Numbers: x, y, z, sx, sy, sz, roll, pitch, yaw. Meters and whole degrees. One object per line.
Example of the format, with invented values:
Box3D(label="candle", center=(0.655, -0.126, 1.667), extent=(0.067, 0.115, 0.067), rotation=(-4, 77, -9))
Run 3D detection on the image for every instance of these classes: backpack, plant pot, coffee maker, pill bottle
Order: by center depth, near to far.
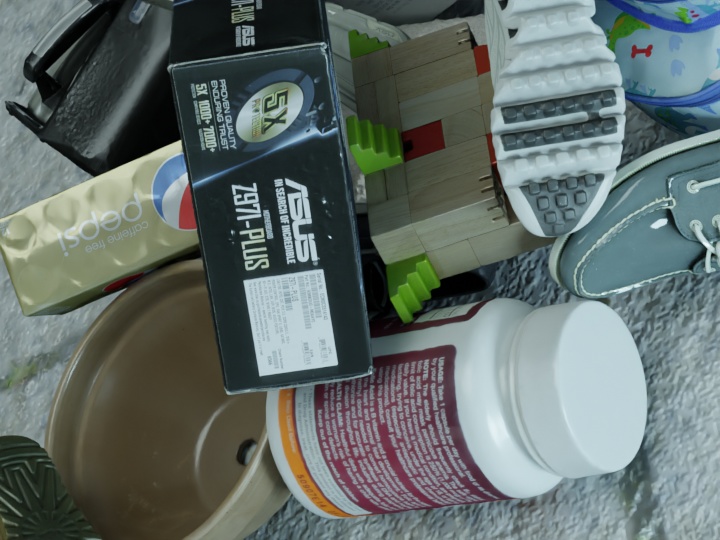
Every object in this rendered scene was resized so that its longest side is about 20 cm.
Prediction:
Box3D(label="backpack", center=(0.204, -0.180, 1.342), extent=(0.183, 0.147, 0.200), rotation=(31, 95, 48))
Box3D(label="pill bottle", center=(0.055, 0.078, 1.354), extent=(0.200, 0.114, 0.114), rotation=(-10, 62, 36))
Box3D(label="plant pot", center=(-0.098, 0.102, 1.481), extent=(0.201, 0.093, 0.201), rotation=(-19, 58, 33))
Box3D(label="coffee maker", center=(-0.112, -0.139, 1.613), extent=(0.192, 0.135, 0.200), rotation=(35, 93, 14))

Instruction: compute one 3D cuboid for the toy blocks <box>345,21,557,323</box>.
Box3D(label="toy blocks", center=(0.072, -0.077, 1.374), extent=(0.136, 0.100, 0.200), rotation=(-18, 46, 12))

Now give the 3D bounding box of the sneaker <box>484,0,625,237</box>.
Box3D(label="sneaker", center=(0.102, -0.115, 1.307), extent=(0.075, 0.081, 0.201), rotation=(-3, 80, -3))

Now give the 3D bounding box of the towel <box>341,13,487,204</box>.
Box3D(label="towel", center=(0.036, -0.100, 1.517), extent=(0.200, 0.034, 0.133), rotation=(-5, 66, 37))

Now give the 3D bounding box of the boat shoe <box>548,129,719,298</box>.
Box3D(label="boat shoe", center=(0.199, -0.034, 1.294), extent=(0.200, 0.073, 0.062), rotation=(-27, 44, 0))

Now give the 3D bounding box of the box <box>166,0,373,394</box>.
Box3D(label="box", center=(-0.049, -0.058, 1.332), extent=(0.086, 0.200, 0.164), rotation=(-8, 25, 1))

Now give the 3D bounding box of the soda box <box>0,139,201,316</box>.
Box3D(label="soda box", center=(-0.130, -0.036, 1.508), extent=(0.200, 0.064, 0.068), rotation=(-22, 85, 13))

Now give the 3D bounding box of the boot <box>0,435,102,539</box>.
Box3D(label="boot", center=(-0.208, 0.226, 1.469), extent=(0.175, 0.066, 0.200), rotation=(-115, 31, -41))

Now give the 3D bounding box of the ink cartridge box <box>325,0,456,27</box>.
Box3D(label="ink cartridge box", center=(-0.024, -0.257, 1.530), extent=(0.083, 0.200, 0.146), rotation=(148, 136, -62))

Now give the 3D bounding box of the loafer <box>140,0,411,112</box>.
Box3D(label="loafer", center=(-0.064, -0.149, 1.504), extent=(0.200, 0.070, 0.070), rotation=(20, 91, 10))

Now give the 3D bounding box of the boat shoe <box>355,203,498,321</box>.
Box3D(label="boat shoe", center=(0.000, 0.000, 1.470), extent=(0.200, 0.073, 0.063), rotation=(-15, 56, 28))
